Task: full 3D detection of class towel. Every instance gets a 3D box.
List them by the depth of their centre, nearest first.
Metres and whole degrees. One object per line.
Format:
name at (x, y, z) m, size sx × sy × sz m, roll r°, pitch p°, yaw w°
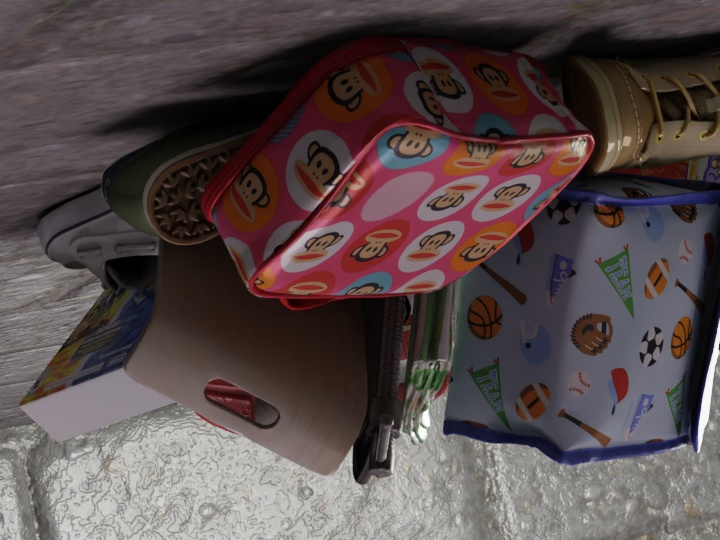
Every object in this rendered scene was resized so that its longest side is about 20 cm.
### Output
towel at (0.046, 0.015, 1.626) m, size 0.023 × 0.153 × 0.200 m, roll 6°, pitch 163°, yaw 0°

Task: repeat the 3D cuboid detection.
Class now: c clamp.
c clamp at (0.018, 0.041, 1.560) m, size 0.027 × 0.201 × 0.171 m, roll 7°, pitch 150°, yaw -4°

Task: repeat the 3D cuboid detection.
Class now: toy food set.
toy food set at (-0.072, 0.024, 1.551) m, size 0.143 × 0.200 × 0.060 m, roll 28°, pitch 119°, yaw -20°

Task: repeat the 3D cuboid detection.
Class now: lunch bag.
lunch bag at (0.015, -0.043, 1.432) m, size 0.200 × 0.082 × 0.176 m, roll 1°, pitch 139°, yaw -51°
lunch bag at (0.160, 0.025, 1.602) m, size 0.124 × 0.171 × 0.200 m, roll 15°, pitch -171°, yaw 40°

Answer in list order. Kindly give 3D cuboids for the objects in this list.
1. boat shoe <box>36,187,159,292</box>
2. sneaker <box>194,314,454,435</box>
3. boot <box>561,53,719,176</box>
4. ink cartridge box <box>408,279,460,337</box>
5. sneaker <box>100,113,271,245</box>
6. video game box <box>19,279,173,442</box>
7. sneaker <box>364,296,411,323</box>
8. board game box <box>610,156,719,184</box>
boat shoe at (-0.157, -0.018, 1.708) m, size 0.073 × 0.066 × 0.200 m, roll -9°, pitch 173°, yaw -25°
sneaker at (-0.045, 0.059, 1.777) m, size 0.199 × 0.079 × 0.115 m, roll -1°, pitch -163°, yaw -28°
boot at (0.200, -0.099, 1.556) m, size 0.155 × 0.073 × 0.200 m, roll -8°, pitch 178°, yaw 3°
ink cartridge box at (0.079, 0.003, 1.940) m, size 0.145 × 0.084 × 0.200 m, roll -9°, pitch -165°, yaw -31°
sneaker at (-0.061, -0.065, 1.515) m, size 0.200 × 0.067 × 0.090 m, roll -17°, pitch -162°, yaw -34°
video game box at (-0.127, 0.022, 1.749) m, size 0.182 × 0.047 × 0.200 m, roll -53°, pitch -164°, yaw -28°
sneaker at (0.000, 0.000, 1.719) m, size 0.200 × 0.087 × 0.074 m, roll -55°, pitch 178°, yaw -46°
board game box at (0.255, -0.057, 1.700) m, size 0.199 × 0.154 × 0.040 m, roll -13°, pitch 174°, yaw 14°
